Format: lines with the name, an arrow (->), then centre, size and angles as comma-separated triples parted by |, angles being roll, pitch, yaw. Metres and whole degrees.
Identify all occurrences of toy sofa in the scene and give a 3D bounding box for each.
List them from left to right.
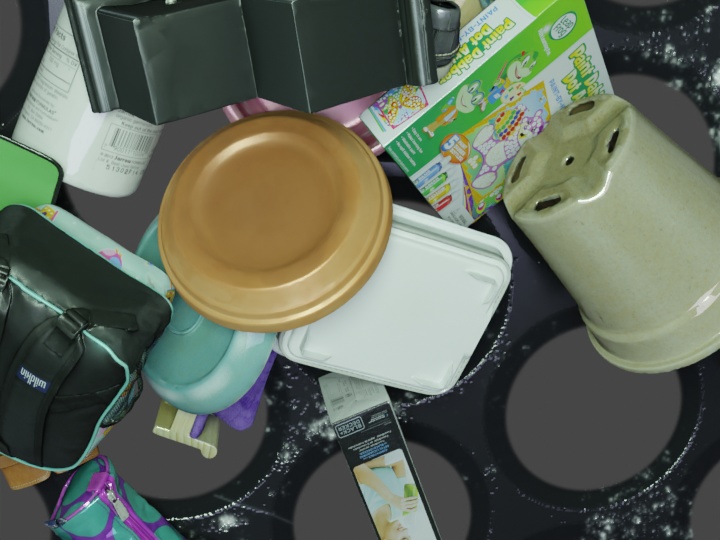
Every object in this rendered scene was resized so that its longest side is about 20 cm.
toy sofa -> -0.116, 0.070, 0.931 | 0.097, 0.083, 0.202 | 21, 103, -11

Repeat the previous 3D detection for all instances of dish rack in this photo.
dish rack -> 0.030, 0.032, 0.875 | 0.198, 0.044, 0.173 | 15, 114, -22

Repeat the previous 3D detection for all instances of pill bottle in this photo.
pill bottle -> -0.205, -0.175, 0.830 | 0.113, 0.114, 0.202 | 24, 103, -13

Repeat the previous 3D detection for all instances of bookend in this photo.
bookend -> -0.083, -0.168, 0.714 | 0.198, 0.198, 0.093 | -21, 117, -25

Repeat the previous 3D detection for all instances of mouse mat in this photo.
mouse mat -> -0.341, -0.066, 0.840 | 0.160, 0.008, 0.200 | 25, 140, -11

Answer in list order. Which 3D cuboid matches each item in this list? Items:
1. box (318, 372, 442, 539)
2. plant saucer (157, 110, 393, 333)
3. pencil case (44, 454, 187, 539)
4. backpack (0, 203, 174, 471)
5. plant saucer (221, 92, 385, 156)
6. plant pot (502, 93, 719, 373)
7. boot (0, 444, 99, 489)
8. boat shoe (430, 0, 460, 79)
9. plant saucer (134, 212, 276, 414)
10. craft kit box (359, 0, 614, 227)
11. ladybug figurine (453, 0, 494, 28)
box -> 0.025, 0.201, 0.971 | 0.060, 0.117, 0.202 | -21, 107, -2
plant saucer -> -0.073, -0.049, 0.805 | 0.198, 0.038, 0.202 | -4, 65, 8
pencil case -> -0.215, 0.279, 0.980 | 0.092, 0.085, 0.200 | -22, 117, 46
backpack -> -0.257, 0.060, 0.817 | 0.175, 0.154, 0.201 | 30, 122, -3
plant saucer -> -0.035, -0.192, 0.879 | 0.198, 0.051, 0.203 | -2, 108, -6
plant pot -> 0.229, -0.044, 0.856 | 0.183, 0.201, 0.201 | 39, 99, -28
boot -> -0.354, 0.134, 0.933 | 0.198, 0.077, 0.157 | -17, 109, -11
boat shoe -> 0.031, -0.238, 0.775 | 0.072, 0.201, 0.063 | -5, 144, -23
plant saucer -> -0.148, 0.025, 0.867 | 0.027, 0.199, 0.202 | 7, 111, -49
craft kit box -> 0.119, -0.139, 0.853 | 0.197, 0.049, 0.200 | -42, 150, 5
ladybug figurine -> 0.125, -0.260, 0.855 | 0.135, 0.072, 0.201 | 31, 93, -30
